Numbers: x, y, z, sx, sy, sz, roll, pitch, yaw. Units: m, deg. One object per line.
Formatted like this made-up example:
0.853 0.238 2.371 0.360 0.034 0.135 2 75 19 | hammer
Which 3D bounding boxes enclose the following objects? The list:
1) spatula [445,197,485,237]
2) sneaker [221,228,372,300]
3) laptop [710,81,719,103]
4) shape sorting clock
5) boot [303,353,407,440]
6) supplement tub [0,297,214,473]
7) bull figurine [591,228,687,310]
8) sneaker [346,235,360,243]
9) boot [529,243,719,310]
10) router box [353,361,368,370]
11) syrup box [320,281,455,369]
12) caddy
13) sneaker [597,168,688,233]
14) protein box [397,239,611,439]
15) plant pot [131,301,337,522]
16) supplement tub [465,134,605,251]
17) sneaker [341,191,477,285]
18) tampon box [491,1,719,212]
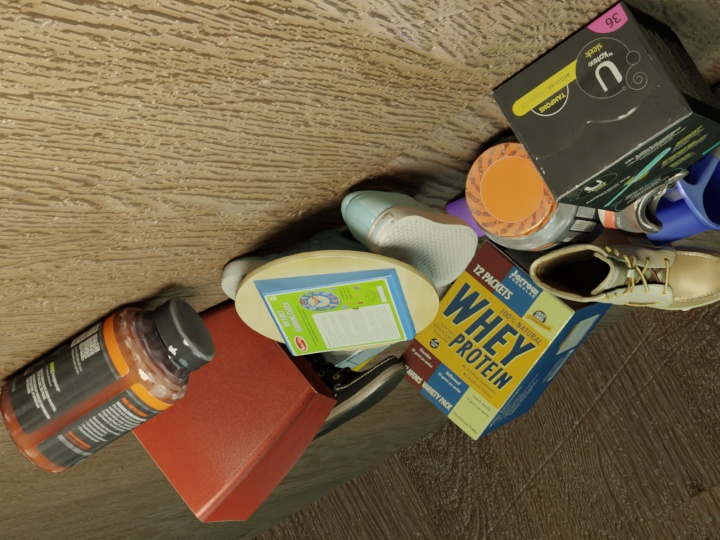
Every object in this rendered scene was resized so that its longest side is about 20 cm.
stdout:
0.076 -0.034 1.650 0.200 0.057 0.021 -26 -155 23 | spatula
-0.049 -0.002 1.456 0.200 0.082 0.074 6 144 -25 | sneaker
0.551 -0.222 1.759 0.200 0.116 0.187 -19 164 -37 | laptop
-0.023 0.030 1.397 0.200 0.039 0.200 -3 151 -2 | shape sorting clock
-0.051 0.111 1.694 0.200 0.151 0.073 -36 165 34 | boot
-0.240 0.106 1.375 0.200 0.107 0.107 -31 167 13 | supplement tub
0.319 -0.026 1.685 0.065 0.200 0.121 -52 166 1 | bull figurine
0.000 0.000 1.539 0.200 0.079 0.096 -36 163 28 | sneaker
0.295 0.005 1.536 0.200 0.072 0.155 1 178 25 | boot
-0.068 0.129 1.948 0.200 0.051 0.149 -16 161 -42 | router box
0.036 0.043 1.770 0.200 0.081 0.079 -32 167 5 | syrup box
0.363 -0.120 1.614 0.105 0.141 0.200 -26 -156 32 | caddy
0.315 -0.131 1.498 0.077 0.082 0.200 -15 121 -54 | sneaker
0.179 0.073 1.724 0.199 0.135 0.200 -55 163 18 | protein box
-0.142 0.143 1.574 0.176 0.200 0.200 -40 167 2 | plant pot
0.190 -0.081 1.526 0.123 0.123 0.200 -33 166 21 | supplement tub
0.050 -0.044 1.434 0.074 0.082 0.200 -52 151 7 | sneaker
0.247 -0.151 1.364 0.150 0.126 0.200 -34 165 22 | tampon box
